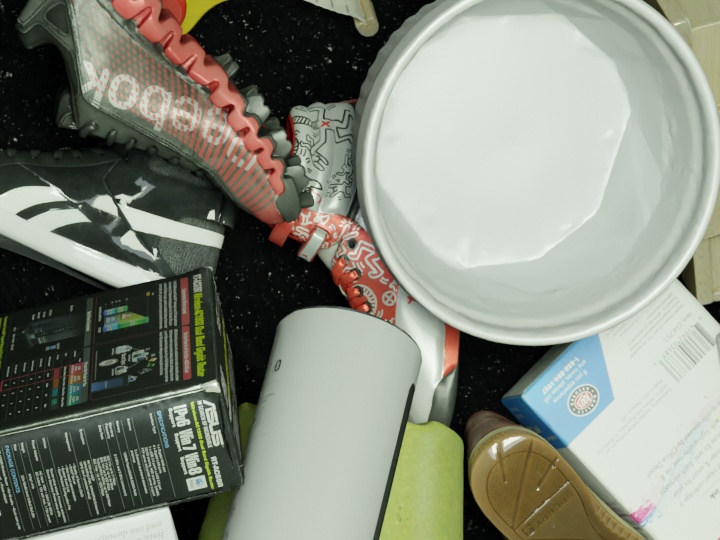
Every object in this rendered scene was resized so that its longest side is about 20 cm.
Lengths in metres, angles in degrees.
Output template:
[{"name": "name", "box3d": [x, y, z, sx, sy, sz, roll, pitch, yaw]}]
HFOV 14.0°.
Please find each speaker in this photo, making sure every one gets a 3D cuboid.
[{"name": "speaker", "box3d": [-0.028, 0.123, 1.502, 0.081, 0.081, 0.201, 18, 62, -7]}]

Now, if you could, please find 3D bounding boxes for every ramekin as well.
[{"name": "ramekin", "box3d": [0.088, -0.067, 1.595, 0.199, 0.105, 0.201, -2, 103, -11]}]

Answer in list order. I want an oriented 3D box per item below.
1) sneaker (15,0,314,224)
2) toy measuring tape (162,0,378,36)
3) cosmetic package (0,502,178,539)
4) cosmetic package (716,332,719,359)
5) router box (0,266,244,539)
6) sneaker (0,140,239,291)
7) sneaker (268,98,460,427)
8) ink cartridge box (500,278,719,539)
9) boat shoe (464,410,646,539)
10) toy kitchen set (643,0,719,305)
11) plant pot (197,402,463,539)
[{"name": "sneaker", "box3d": [-0.112, -0.092, 1.610, 0.098, 0.071, 0.201, -41, 102, 1]}, {"name": "toy measuring tape", "box3d": [-0.090, -0.154, 1.685, 0.199, 0.074, 0.074, 16, 84, -25]}, {"name": "cosmetic package", "box3d": [-0.160, 0.141, 1.572, 0.112, 0.200, 0.081, -14, 107, -10]}, {"name": "cosmetic package", "box3d": [0.271, 0.122, 1.636, 0.101, 0.071, 0.201, -6, 80, -16]}, {"name": "router box", "box3d": [-0.141, 0.069, 1.545, 0.149, 0.200, 0.062, -13, 108, 0]}, {"name": "sneaker", "box3d": [-0.164, -0.059, 1.660, 0.199, 0.073, 0.112, 25, 80, -14]}, {"name": "sneaker", "box3d": [0.000, 0.000, 1.679, 0.107, 0.067, 0.202, 0, 83, -7]}, {"name": "ink cartridge box", "box3d": [0.193, 0.106, 1.697, 0.116, 0.067, 0.200, -43, 93, -10]}, {"name": "boat shoe", "box3d": [0.121, 0.158, 1.683, 0.072, 0.072, 0.200, -40, 114, 1]}, {"name": "toy kitchen set", "box3d": [0.241, -0.124, 1.719, 0.163, 0.181, 0.201, -15, 128, -6]}, {"name": "plant pot", "box3d": [-0.019, 0.172, 1.614, 0.200, 0.200, 0.185, 10, 73, -7]}]
